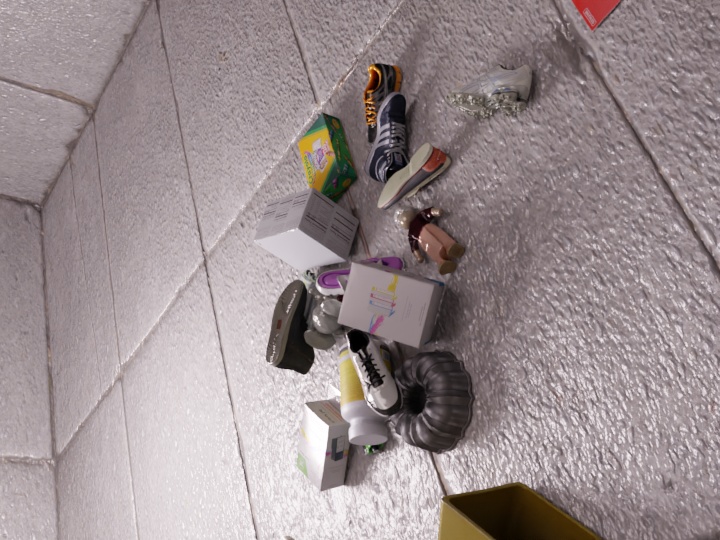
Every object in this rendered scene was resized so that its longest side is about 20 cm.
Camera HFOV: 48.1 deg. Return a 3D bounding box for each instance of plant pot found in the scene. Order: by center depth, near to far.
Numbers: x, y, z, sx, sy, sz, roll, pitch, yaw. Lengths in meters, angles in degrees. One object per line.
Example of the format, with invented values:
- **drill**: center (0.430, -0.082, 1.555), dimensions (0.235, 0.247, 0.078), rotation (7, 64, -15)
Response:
- **plant pot**: center (0.236, 0.488, 1.293), dimensions (0.193, 0.192, 0.204), rotation (27, 109, 51)

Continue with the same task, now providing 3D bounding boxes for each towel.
- **towel**: center (-0.144, 0.108, 1.939), dimensions (0.171, 0.047, 0.204), rotation (-133, 58, -78)

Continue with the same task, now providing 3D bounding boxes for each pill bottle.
- **pill bottle**: center (0.012, 0.254, 1.686), dimensions (0.111, 0.111, 0.204), rotation (-31, 51, 43)

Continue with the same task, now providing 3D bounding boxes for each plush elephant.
- **plush elephant**: center (-0.053, 0.090, 1.790), dimensions (0.165, 0.153, 0.202), rotation (-50, 45, 32)

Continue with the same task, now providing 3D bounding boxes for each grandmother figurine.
- **grandmother figurine**: center (0.135, -0.078, 1.675), dimensions (0.123, 0.060, 0.200), rotation (-58, 44, 11)

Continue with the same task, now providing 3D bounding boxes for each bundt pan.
- **bundt pan**: center (0.126, 0.254, 1.584), dimensions (0.200, 0.075, 0.206), rotation (-20, 65, 48)

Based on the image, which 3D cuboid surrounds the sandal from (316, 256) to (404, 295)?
- **sandal**: center (0.003, 0.005, 1.720), dimensions (0.050, 0.199, 0.083), rotation (87, 161, -45)

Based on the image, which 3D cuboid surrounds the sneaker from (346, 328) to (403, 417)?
- **sneaker**: center (0.019, 0.198, 1.589), dimensions (0.073, 0.080, 0.201), rotation (-30, 53, -1)

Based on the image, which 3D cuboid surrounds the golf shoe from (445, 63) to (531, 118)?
- **golf shoe**: center (0.258, -0.359, 1.595), dimensions (0.198, 0.078, 0.099), rotation (11, 72, 47)

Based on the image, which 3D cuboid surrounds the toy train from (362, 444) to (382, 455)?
- **toy train**: center (0.001, 0.311, 1.760), dimensions (0.057, 0.041, 0.203), rotation (-54, 43, 42)

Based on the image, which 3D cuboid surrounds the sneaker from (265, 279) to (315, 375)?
- **sneaker**: center (-0.143, 0.130, 1.830), dimensions (0.074, 0.105, 0.204), rotation (0, 69, 49)

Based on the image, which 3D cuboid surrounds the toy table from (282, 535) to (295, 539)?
- **toy table**: center (-0.143, 0.678, 1.784), dimensions (0.198, 0.116, 0.188), rotation (-1, 80, 51)

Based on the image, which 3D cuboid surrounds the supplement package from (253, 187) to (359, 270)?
- **supplement package**: center (-0.130, -0.093, 1.923), dimensions (0.198, 0.155, 0.113), rotation (-9, 55, 51)

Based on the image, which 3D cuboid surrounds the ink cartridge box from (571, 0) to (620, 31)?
- **ink cartridge box**: center (0.425, -0.562, 1.439), dimensions (0.176, 0.044, 0.203), rotation (-46, 47, 34)

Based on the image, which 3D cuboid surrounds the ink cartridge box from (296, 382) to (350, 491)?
- **ink cartridge box**: center (-0.079, 0.367, 1.791), dimensions (0.117, 0.066, 0.204), rotation (29, 116, 51)

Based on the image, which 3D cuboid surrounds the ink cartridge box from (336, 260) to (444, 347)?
- **ink cartridge box**: center (0.051, 0.061, 1.612), dimensions (0.196, 0.128, 0.128), rotation (16, 95, 15)

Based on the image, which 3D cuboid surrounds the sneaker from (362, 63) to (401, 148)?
- **sneaker**: center (0.038, -0.381, 1.864), dimensions (0.078, 0.076, 0.205), rotation (1, 83, 50)

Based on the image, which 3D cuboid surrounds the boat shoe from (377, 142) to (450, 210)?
- **boat shoe**: center (0.110, -0.190, 1.731), dimensions (0.200, 0.062, 0.072), rotation (-44, 31, 37)

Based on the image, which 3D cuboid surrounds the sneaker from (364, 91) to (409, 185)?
- **sneaker**: center (0.076, -0.287, 1.792), dimensions (0.108, 0.069, 0.204), rotation (43, 121, 53)

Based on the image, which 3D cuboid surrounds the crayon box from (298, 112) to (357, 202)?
- **crayon box**: center (-0.084, -0.274, 2.007), dimensions (0.119, 0.057, 0.203), rotation (-44, 49, 36)
